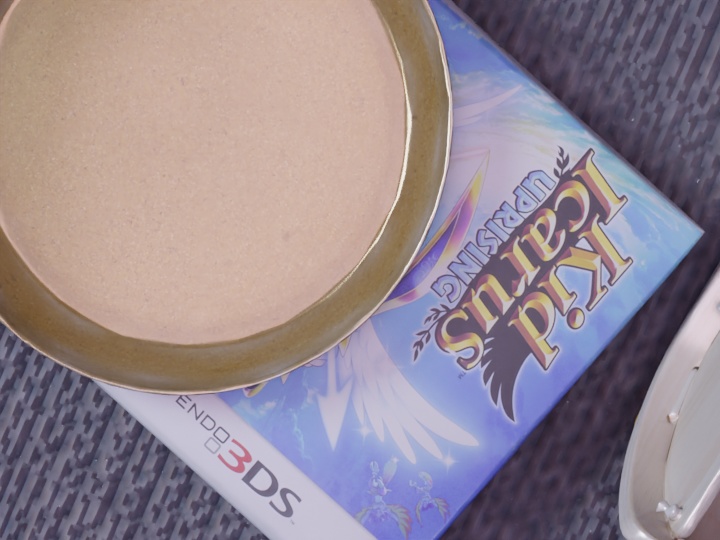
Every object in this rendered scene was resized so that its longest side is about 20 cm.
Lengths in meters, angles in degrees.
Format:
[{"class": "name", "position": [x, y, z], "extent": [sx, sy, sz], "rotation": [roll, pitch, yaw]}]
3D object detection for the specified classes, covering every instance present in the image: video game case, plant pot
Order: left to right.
[{"class": "plant pot", "position": [-0.064, -0.055, 0.845], "extent": [0.198, 0.027, 0.202], "rotation": [0, 89, 5]}, {"class": "video game case", "position": [0.000, 0.000, 0.878], "extent": [0.181, 0.045, 0.200], "rotation": [41, 93, 0]}]

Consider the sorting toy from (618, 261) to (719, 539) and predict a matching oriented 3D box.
[{"class": "sorting toy", "position": [0.214, 0.051, 0.851], "extent": [0.179, 0.107, 0.201], "rotation": [32, 92, -7]}]
